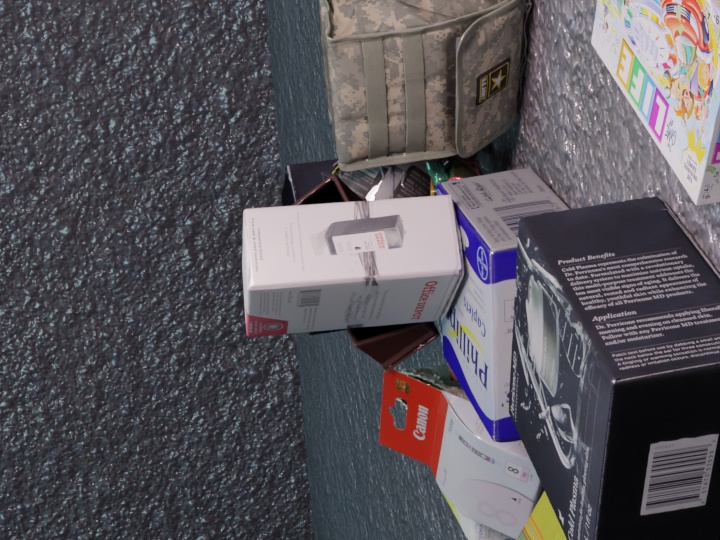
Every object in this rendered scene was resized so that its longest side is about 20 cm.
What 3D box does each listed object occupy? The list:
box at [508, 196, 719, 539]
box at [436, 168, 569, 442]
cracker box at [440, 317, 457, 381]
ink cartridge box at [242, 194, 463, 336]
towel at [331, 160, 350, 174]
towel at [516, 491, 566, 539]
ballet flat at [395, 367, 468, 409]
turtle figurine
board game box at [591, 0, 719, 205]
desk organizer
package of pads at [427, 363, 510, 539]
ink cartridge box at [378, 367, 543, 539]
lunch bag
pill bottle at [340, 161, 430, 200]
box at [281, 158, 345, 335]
[{"bbox_3d":[0.196,0.086,0.961,0.197,0.123,0.201,-108,14,-54],"label":"box"},{"bbox_3d":[0.147,0.030,1.247,0.184,0.104,0.201,-117,20,-64],"label":"box"},{"bbox_3d":[0.127,0.025,1.494,0.134,0.057,0.202,158,104,-80],"label":"cracker box"},{"bbox_3d":[-0.012,-0.003,1.246,0.146,0.198,0.085,105,161,-69],"label":"ink cartridge box"},{"bbox_3d":[0.047,-0.191,1.447,0.023,0.200,0.144,40,163,-5],"label":"towel"},{"bbox_3d":[0.191,0.237,1.212,0.201,0.018,0.086,-66,29,26],"label":"towel"},{"bbox_3d":[0.080,0.158,1.524,0.200,0.071,0.072,-153,54,-70],"label":"ballet flat"},{"bbox_3d":[0.082,-0.094,1.373,0.150,0.100,0.201,84,-162,-45],"label":"turtle figurine"},{"bbox_3d":[0.215,-0.160,0.889,0.201,0.034,0.135,-109,14,-46],"label":"board game box"},{"bbox_3d":[0.000,0.000,1.403,0.077,0.072,0.201,39,-160,-55],"label":"desk organizer"},{"bbox_3d":[0.134,0.222,1.596,0.200,0.068,0.156,-121,24,-67],"label":"package of pads"},{"bbox_3d":[0.105,0.202,1.423,0.163,0.199,0.057,93,-161,-51],"label":"ink cartridge box"},{"bbox_3d":[0.065,-0.195,1.253,0.165,0.198,0.118,86,174,-47],"label":"lunch bag"},{"bbox_3d":[0.033,-0.098,1.546,0.201,0.110,0.111,-58,12,-1],"label":"pill bottle"},{"bbox_3d":[0.013,-0.037,1.681,0.118,0.198,0.198,109,151,-68],"label":"box"}]
